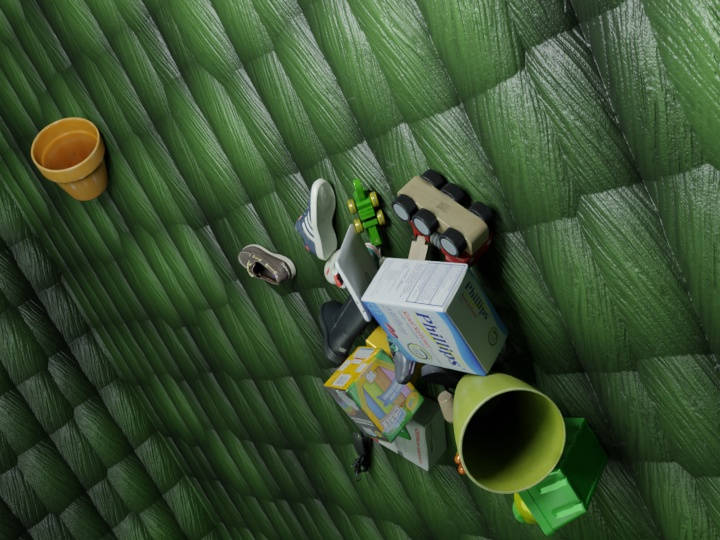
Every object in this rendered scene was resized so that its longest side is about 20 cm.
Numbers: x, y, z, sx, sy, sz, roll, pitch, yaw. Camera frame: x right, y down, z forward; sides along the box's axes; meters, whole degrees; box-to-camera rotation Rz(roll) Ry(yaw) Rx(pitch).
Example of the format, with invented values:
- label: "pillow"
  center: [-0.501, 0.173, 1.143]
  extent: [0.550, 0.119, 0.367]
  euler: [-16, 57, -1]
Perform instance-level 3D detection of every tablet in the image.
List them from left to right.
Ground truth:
- label: "tablet"
  center: [0.000, 0.000, 1.446]
  extent: [0.013, 0.201, 0.132]
  euler: [-23, 109, 18]

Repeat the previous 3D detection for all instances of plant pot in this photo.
- label: "plant pot"
  center: [-0.831, -0.310, 2.229]
  extent: [0.199, 0.200, 0.184]
  euler: [36, 157, 24]
- label: "plant pot"
  center: [0.236, 0.257, 1.343]
  extent: [0.200, 0.184, 0.190]
  euler: [-123, 8, -73]

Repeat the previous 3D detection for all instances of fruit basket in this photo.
- label: "fruit basket"
  center: [0.341, 0.387, 1.406]
  extent: [0.157, 0.215, 0.215]
  euler: [56, 145, -4]

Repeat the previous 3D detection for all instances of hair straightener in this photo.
- label: "hair straightener"
  center: [-0.007, 0.494, 2.015]
  extent: [0.041, 0.077, 0.203]
  euler: [30, 139, 26]

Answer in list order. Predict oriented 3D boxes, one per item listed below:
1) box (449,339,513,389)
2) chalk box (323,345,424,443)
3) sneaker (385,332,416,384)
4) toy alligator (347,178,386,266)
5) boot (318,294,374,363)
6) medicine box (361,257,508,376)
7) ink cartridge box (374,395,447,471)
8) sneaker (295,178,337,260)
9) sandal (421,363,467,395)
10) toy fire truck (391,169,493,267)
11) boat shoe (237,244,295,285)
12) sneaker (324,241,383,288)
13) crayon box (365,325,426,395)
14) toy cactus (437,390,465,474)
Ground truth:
- label: "box"
  center: [0.190, 0.136, 1.510]
  extent: [0.161, 0.043, 0.200]
  euler: [52, 145, 4]
- label: "chalk box"
  center: [0.043, 0.275, 1.607]
  extent: [0.201, 0.124, 0.124]
  euler: [50, 158, -16]
- label: "sneaker"
  center: [0.066, 0.124, 1.519]
  extent: [0.074, 0.086, 0.204]
  euler: [145, 133, -60]
- label: "toy alligator"
  center: [0.020, -0.095, 1.513]
  extent: [0.054, 0.058, 0.203]
  euler: [-100, -10, -65]
- label: "boot"
  center: [-0.019, 0.086, 1.678]
  extent: [0.076, 0.201, 0.169]
  euler: [26, 116, -20]
- label: "medicine box"
  center: [0.133, 0.080, 1.357]
  extent: [0.198, 0.104, 0.183]
  euler: [6, 143, 46]
- label: "ink cartridge box"
  center: [0.099, 0.349, 1.761]
  extent: [0.198, 0.083, 0.147]
  euler: [22, 134, 37]
- label: "sneaker"
  center: [-0.103, -0.114, 1.617]
  extent: [0.084, 0.075, 0.203]
  euler: [26, 137, 27]
- label: "sandal"
  center: [0.194, 0.225, 1.473]
  extent: [0.076, 0.198, 0.044]
  euler: [-30, 51, 45]
- label: "toy fire truck"
  center: [0.140, -0.048, 1.369]
  extent: [0.175, 0.129, 0.201]
  euler: [37, 160, 28]
- label: "boat shoe"
  center: [-0.245, -0.012, 1.884]
  extent: [0.198, 0.059, 0.073]
  euler: [19, 133, 40]
- label: "sneaker"
  center: [-0.037, 0.000, 1.619]
  extent: [0.198, 0.093, 0.071]
  euler: [-18, 106, 54]
- label: "crayon box"
  center: [0.077, 0.200, 1.645]
  extent: [0.125, 0.052, 0.201]
  euler: [35, 156, 26]
- label: "toy cactus"
  center: [0.211, 0.311, 1.529]
  extent: [0.101, 0.201, 0.166]
  euler: [-20, 120, 23]
